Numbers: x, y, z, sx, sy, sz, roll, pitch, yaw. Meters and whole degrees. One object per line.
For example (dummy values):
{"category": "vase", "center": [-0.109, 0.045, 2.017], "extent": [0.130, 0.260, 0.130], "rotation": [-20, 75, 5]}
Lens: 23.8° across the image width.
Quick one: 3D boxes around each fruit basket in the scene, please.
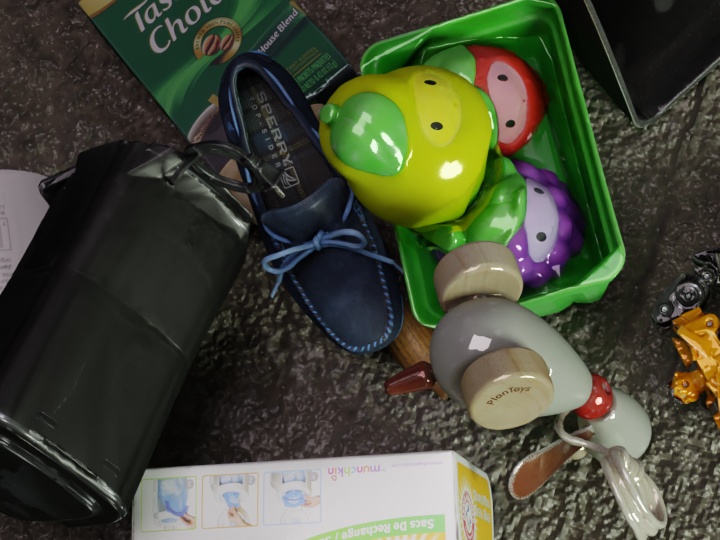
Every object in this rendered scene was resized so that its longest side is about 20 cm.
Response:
{"category": "fruit basket", "center": [0.066, -0.072, 1.046], "extent": [0.154, 0.216, 0.217], "rotation": [-16, 66, 9]}

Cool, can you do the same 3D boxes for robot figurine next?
{"category": "robot figurine", "center": [0.276, 0.034, 1.024], "extent": [0.199, 0.058, 0.146], "rotation": [-26, 65, 4]}

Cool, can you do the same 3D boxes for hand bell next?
{"category": "hand bell", "center": [0.000, 0.000, 1.112], "extent": [0.104, 0.104, 0.200], "rotation": [-39, 77, -2]}

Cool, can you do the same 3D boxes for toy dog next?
{"category": "toy dog", "center": [0.088, 0.076, 0.988], "extent": [0.096, 0.200, 0.132], "rotation": [-27, 30, 22]}

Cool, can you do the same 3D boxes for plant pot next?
{"category": "plant pot", "center": [0.175, -0.255, 1.097], "extent": [0.200, 0.200, 0.178], "rotation": [-41, 54, -2]}

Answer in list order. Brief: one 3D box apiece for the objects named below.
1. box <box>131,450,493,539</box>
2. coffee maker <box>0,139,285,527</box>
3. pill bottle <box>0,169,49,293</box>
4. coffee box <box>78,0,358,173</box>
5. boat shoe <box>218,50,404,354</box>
{"category": "box", "center": [-0.026, 0.169, 1.023], "extent": [0.198, 0.112, 0.102], "rotation": [-5, 76, 13]}
{"category": "coffee maker", "center": [-0.156, 0.032, 0.990], "extent": [0.134, 0.192, 0.201], "rotation": [27, 59, -8]}
{"category": "pill bottle", "center": [-0.234, 0.046, 1.130], "extent": [0.113, 0.114, 0.202], "rotation": [-16, 67, 9]}
{"category": "coffee box", "center": [-0.101, -0.158, 1.203], "extent": [0.123, 0.044, 0.200], "rotation": [-39, 60, 0]}
{"category": "boat shoe", "center": [-0.040, -0.037, 1.048], "extent": [0.084, 0.069, 0.201], "rotation": [-32, 90, 4]}
